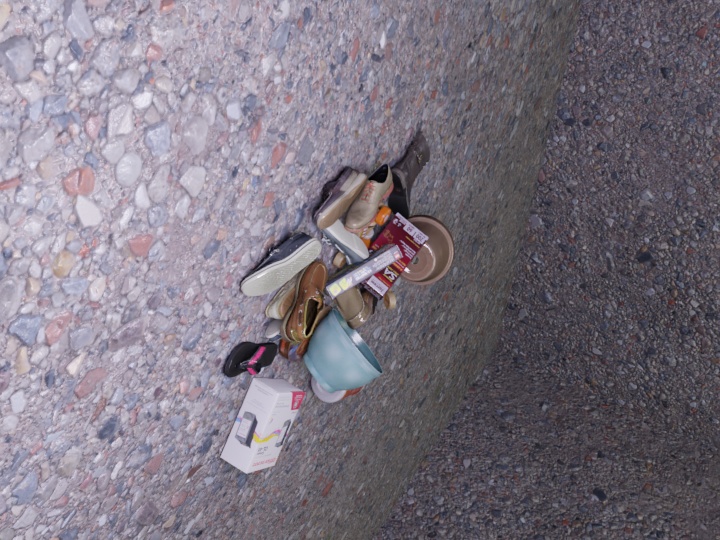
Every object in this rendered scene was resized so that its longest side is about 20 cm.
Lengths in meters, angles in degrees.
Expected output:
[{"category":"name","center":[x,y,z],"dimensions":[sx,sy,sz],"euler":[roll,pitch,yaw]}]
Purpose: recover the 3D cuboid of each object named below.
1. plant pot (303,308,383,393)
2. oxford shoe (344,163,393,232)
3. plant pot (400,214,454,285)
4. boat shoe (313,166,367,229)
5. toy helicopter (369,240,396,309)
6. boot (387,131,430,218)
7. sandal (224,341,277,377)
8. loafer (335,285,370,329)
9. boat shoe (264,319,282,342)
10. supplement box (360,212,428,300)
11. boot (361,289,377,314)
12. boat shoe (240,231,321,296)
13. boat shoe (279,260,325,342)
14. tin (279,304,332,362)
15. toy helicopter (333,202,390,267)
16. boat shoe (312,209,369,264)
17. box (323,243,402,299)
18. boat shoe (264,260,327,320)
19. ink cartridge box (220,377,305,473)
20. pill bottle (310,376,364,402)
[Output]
[{"category":"plant pot","center":[-0.056,0.215,1.635],"dimensions":[0.134,0.201,0.200],"euler":[-39,156,4]},{"category":"oxford shoe","center":[0.015,-0.175,1.575],"dimensions":[0.075,0.070,0.201],"euler":[85,28,-52]},{"category":"plant pot","center":[0.163,-0.047,1.869],"dimensions":[0.175,0.198,0.203],"euler":[-45,154,-75]},{"category":"boat shoe","center":[-0.056,-0.167,1.496],"dimensions":[0.200,0.064,0.072],"euler":[-51,169,-38]},{"category":"toy helicopter","center":[0.055,0.022,1.802],"dimensions":[0.078,0.202,0.133],"euler":[-3,145,-21]},{"category":"boot","center":[0.145,-0.260,1.844],"dimensions":[0.175,0.069,0.201],"euler":[-52,151,-30]},{"category":"sandal","center":[-0.230,0.196,1.475],"dimensions":[0.199,0.045,0.076],"euler":[-2,114,-65]},{"category":"loafer","center":[-0.031,0.075,1.676],"dimensions":[0.076,0.200,0.067],"euler":[-42,120,8]},{"category":"boat shoe","center":[-0.146,0.112,1.540],"dimensions":[0.200,0.074,0.062],"euler":[-49,122,-51]},{"category":"supplement box","center":[0.073,-0.036,1.725],"dimensions":[0.201,0.108,0.061],"euler":[-52,178,-13]},{"category":"boot","center":[0.013,0.072,1.886],"dimensions":[0.200,0.074,0.075],"euler":[-51,141,-74]},{"category":"boat shoe","center":[-0.172,-0.015,1.388],"dimensions":[0.199,0.062,0.075],"euler":[-37,151,-25]},{"category":"boat shoe","center":[-0.106,0.067,1.454],"dimensions":[0.072,0.067,0.202],"euler":[43,53,-41]},{"category":"tin","center":[-0.133,0.149,1.657],"dimensions":[0.199,0.042,0.113],"euler":[-32,144,-54]},{"category":"toy helicopter","center":[-0.004,-0.091,1.686],"dimensions":[0.201,0.078,0.132],"euler":[-54,169,-7]},{"category":"boat shoe","center":[-0.056,-0.071,1.556],"dimensions":[0.061,0.074,0.200],"euler":[-30,140,21]},{"category":"box","center":[0.000,0.000,1.619],"dimensions":[0.198,0.035,0.110],"euler":[-31,-171,-9]},{"category":"boat shoe","center":[-0.143,0.041,1.518],"dimensions":[0.200,0.062,0.074],"euler":[-45,123,-47]},{"category":"ink cartridge box","center":[-0.229,0.364,1.586],"dimensions":[0.202,0.085,0.147],"euler":[-68,157,1]},{"category":"pill bottle","center":[-0.049,0.305,1.892],"dimensions":[0.199,0.111,0.114],"euler":[2,110,-65]}]
